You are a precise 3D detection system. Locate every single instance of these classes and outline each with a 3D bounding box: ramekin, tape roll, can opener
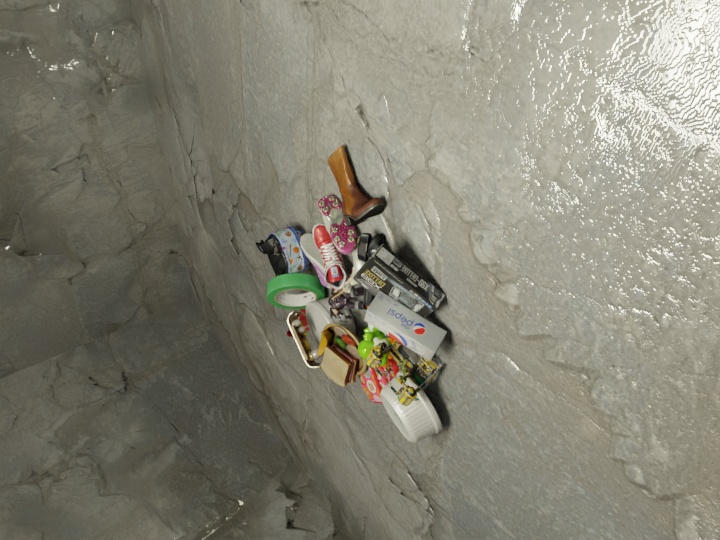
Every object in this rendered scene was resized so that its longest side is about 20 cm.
[{"bbox_3d":[-0.095,0.182,1.877,0.202,0.094,0.204,42,145,39],"label":"ramekin"},{"bbox_3d":[-0.222,0.074,1.926,0.201,0.198,0.049,119,150,-58],"label":"tape roll"},{"bbox_3d":[0.135,0.391,1.583,0.203,0.094,0.203,55,167,19],"label":"ramekin"},{"bbox_3d":[0.035,-0.003,1.499,0.078,0.063,0.202,14,113,35],"label":"can opener"}]

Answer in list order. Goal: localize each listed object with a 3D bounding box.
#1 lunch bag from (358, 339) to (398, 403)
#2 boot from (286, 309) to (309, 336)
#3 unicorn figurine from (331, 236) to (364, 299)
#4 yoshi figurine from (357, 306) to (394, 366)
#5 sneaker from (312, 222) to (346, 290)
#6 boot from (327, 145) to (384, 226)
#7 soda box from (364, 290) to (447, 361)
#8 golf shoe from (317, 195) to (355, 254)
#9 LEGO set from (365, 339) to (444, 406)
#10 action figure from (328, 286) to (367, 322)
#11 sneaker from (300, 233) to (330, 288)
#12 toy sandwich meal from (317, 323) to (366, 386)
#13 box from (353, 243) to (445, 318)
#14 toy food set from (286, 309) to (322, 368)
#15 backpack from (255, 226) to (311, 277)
[{"bbox_3d":[0.061,0.311,1.731,0.176,0.082,0.202,-14,98,59],"label":"lunch bag"},{"bbox_3d":[-0.230,0.197,2.102,0.200,0.144,0.073,7,120,61],"label":"boot"},{"bbox_3d":[0.000,0.000,1.588,0.137,0.073,0.202,16,98,53],"label":"unicorn figurine"},{"bbox_3d":[0.033,0.178,1.602,0.111,0.112,0.202,11,110,47],"label":"yoshi figurine"},{"bbox_3d":[-0.090,-0.037,1.663,0.113,0.071,0.201,-96,-15,-65],"label":"sneaker"},{"bbox_3d":[-0.014,-0.230,1.470,0.188,0.068,0.202,164,90,-71],"label":"boot"},{"bbox_3d":[0.110,0.139,1.396,0.199,0.068,0.064,31,152,10],"label":"soda box"},{"bbox_3d":[-0.062,-0.121,1.611,0.092,0.075,0.201,86,164,-60],"label":"golf shoe"},{"bbox_3d":[0.121,0.239,1.467,0.200,0.153,0.116,52,130,26],"label":"LEGO set"},{"bbox_3d":[-0.038,0.095,1.722,0.199,0.069,0.131,-7,87,53],"label":"action figure"},{"bbox_3d":[-0.138,-0.023,1.834,0.201,0.072,0.115,53,154,25],"label":"sneaker"},{"bbox_3d":[-0.065,0.256,1.713,0.204,0.070,0.207,28,136,32],"label":"toy sandwich meal"},{"bbox_3d":[0.092,0.039,1.393,0.200,0.050,0.158,39,152,-3],"label":"box"},{"bbox_3d":[-0.172,0.225,1.844,0.144,0.060,0.201,51,-165,-83],"label":"toy food set"},{"bbox_3d":[-0.248,-0.057,1.919,0.201,0.153,0.190,61,162,3],"label":"backpack"}]
